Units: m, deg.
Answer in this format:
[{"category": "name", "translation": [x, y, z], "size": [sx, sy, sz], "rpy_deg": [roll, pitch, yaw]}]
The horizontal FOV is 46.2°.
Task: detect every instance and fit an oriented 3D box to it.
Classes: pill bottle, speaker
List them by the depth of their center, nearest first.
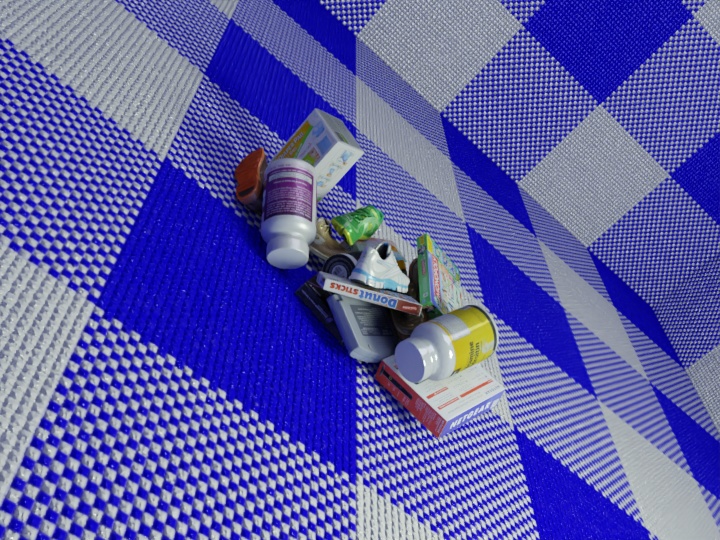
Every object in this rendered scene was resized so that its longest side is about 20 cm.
[{"category": "pill bottle", "translation": [0.163, 0.143, 1.606], "size": [0.198, 0.112, 0.113], "rpy_deg": [-19, 64, -38]}, {"category": "pill bottle", "translation": [-0.141, -0.110, 1.666], "size": [0.112, 0.111, 0.203], "rpy_deg": [26, 51, -39]}, {"category": "speaker", "translation": [0.000, 0.000, 1.738], "size": [0.082, 0.081, 0.199], "rpy_deg": [52, 23, 13]}]

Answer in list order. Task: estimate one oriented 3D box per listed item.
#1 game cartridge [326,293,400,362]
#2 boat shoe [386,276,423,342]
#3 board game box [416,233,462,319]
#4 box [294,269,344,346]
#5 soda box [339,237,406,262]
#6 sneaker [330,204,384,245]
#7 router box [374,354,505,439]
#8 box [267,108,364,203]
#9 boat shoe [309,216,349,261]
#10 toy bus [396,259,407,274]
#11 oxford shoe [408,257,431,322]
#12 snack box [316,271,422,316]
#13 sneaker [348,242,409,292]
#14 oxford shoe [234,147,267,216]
[{"category": "game cartridge", "translation": [0.014, 0.113, 1.641], "size": [0.199, 0.041, 0.134], "rpy_deg": [10, 49, -61]}, {"category": "boat shoe", "translation": [0.085, 0.082, 1.714], "size": [0.071, 0.068, 0.201], "rpy_deg": [-3, 34, -4]}, {"category": "board game box", "translation": [0.167, 0.035, 1.765], "size": [0.135, 0.029, 0.202], "rpy_deg": [45, 30, -35]}, {"category": "box", "translation": [-0.042, 0.061, 1.708], "size": [0.143, 0.036, 0.200], "rpy_deg": [47, 23, 1]}, {"category": "soda box", "translation": [0.023, -0.031, 1.940], "size": [0.199, 0.064, 0.069], "rpy_deg": [5, 45, -57]}, {"category": "sneaker", "translation": [-0.004, -0.108, 1.820], "size": [0.074, 0.084, 0.200], "rpy_deg": [48, 19, 6]}, {"category": "router box", "translation": [0.157, 0.220, 1.649], "size": [0.198, 0.049, 0.179], "rpy_deg": [-16, 48, -45]}, {"category": "box", "translation": [-0.108, -0.239, 1.870], "size": [0.101, 0.200, 0.113], "rpy_deg": [12, 38, -54]}, {"category": "boat shoe", "translation": [-0.098, -0.084, 1.768], "size": [0.199, 0.067, 0.074], "rpy_deg": [35, 18, -4]}, {"category": "toy bus", "translation": [0.077, 0.059, 1.846], "size": [0.201, 0.064, 0.079], "rpy_deg": [-94, 173, -50]}, {"category": "oxford shoe", "translation": [0.162, 0.063, 1.818], "size": [0.070, 0.074, 0.202], "rpy_deg": [-38, 117, -31]}, {"category": "snack box", "translation": [0.017, 0.043, 1.603], "size": [0.197, 0.025, 0.072], "rpy_deg": [16, 7, -16]}, {"category": "sneaker", "translation": [0.051, -0.008, 1.648], "size": [0.074, 0.088, 0.199], "rpy_deg": [17, 3, 24]}, {"category": "oxford shoe", "translation": [-0.220, -0.186, 1.780], "size": [0.073, 0.071, 0.202], "rpy_deg": [51, 24, -34]}]
